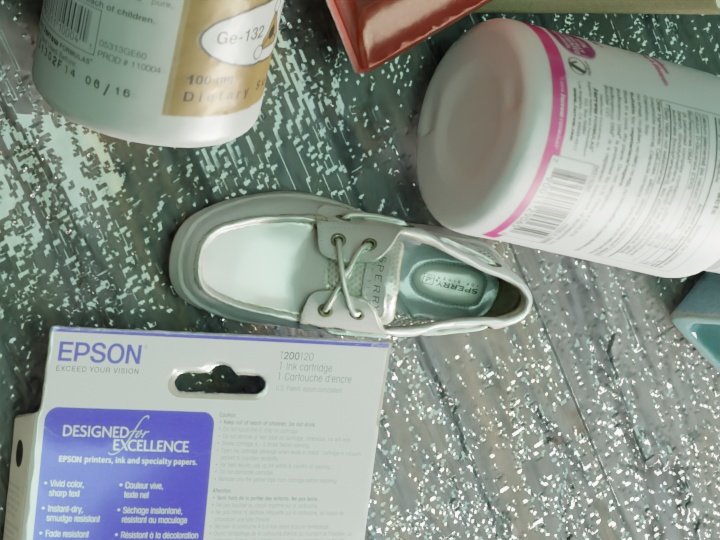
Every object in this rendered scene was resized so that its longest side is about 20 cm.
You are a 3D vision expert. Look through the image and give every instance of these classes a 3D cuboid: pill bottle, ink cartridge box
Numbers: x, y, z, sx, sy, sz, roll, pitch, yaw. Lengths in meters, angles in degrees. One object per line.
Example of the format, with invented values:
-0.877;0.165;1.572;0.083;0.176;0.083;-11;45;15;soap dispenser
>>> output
0.141;-0.059;1.362;0.200;0.113;0.114;12;92;-30;pill bottle
-0.085;-0.169;1.200;0.114;0.114;0.200;-1;119;-28;pill bottle
-0.087;0.127;1.316;0.198;0.043;0.200;4;98;-29;ink cartridge box

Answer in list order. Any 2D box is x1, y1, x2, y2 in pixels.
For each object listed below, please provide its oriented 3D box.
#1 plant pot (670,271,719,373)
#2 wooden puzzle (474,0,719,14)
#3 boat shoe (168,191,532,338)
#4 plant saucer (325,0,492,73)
0.342;0.012;1.452;0.196;0.196;0.200;45;68;-26;plant pot
0.110;-0.229;1.338;0.200;0.046;0.186;0;100;-2;wooden puzzle
0.000;0.000;1.329;0.200;0.069;0.071;3;99;-27;boat shoe
0.061;-0.193;1.231;0.199;0.200;0.037;-31;71;-1;plant saucer
